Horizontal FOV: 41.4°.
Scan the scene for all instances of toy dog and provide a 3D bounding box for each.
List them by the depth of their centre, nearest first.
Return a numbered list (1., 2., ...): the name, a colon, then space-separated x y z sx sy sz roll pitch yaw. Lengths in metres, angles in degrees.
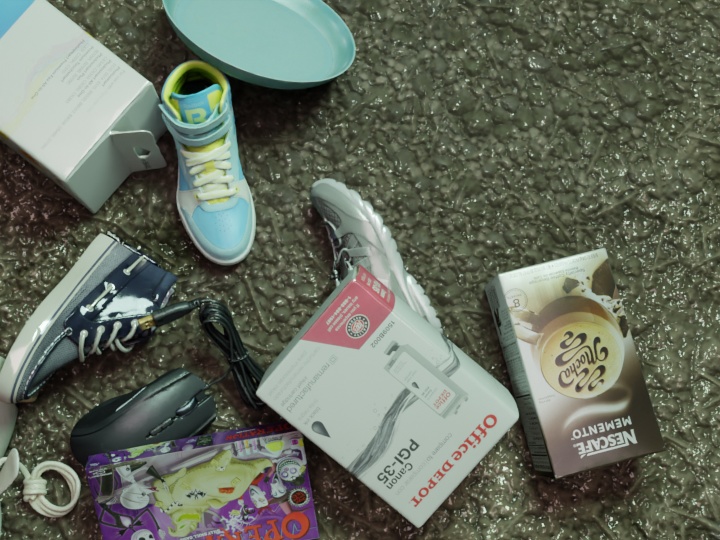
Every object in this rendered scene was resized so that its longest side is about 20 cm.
1. toy dog: -0.355 0.157 0.889 0.132 0.096 0.200 -20 81 -5

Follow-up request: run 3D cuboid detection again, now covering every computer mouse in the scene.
1. computer mouse: -0.191 0.113 0.900 0.200 0.046 0.141 -23 111 -7

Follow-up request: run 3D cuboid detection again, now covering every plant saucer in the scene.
1. plant saucer: -0.102 -0.242 0.958 0.200 0.027 0.200 15 41 -13

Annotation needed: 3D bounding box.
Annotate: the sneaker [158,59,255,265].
1. sneaker: -0.152 -0.109 0.929 0.079 0.131 0.200 -14 81 -6

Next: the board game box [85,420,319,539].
1. board game box: -0.145 0.214 0.898 0.200 0.032 0.120 -10 113 -4

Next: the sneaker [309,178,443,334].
1. sneaker: 0.000 0.000 0.943 0.082 0.075 0.200 -31 83 -9

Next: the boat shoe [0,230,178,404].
1. boat shoe: -0.251 0.055 0.899 0.093 0.075 0.200 28 57 -1

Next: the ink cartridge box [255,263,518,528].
1. ink cartridge box: 0.026 0.115 0.888 0.200 0.083 0.147 40 98 -5

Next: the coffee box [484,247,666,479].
1. coffee box: 0.206 0.092 0.933 0.113 0.080 0.200 -14 81 -6

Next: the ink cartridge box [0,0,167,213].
1. ink cartridge box: -0.289 -0.160 0.933 0.200 0.129 0.125 38 81 5
